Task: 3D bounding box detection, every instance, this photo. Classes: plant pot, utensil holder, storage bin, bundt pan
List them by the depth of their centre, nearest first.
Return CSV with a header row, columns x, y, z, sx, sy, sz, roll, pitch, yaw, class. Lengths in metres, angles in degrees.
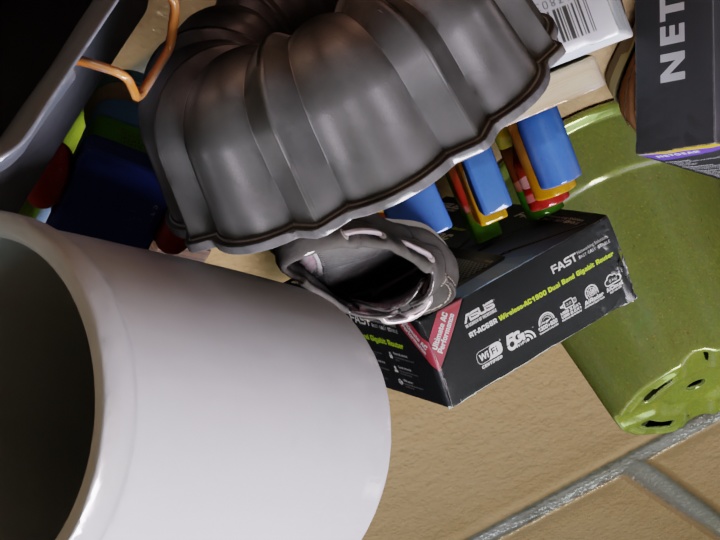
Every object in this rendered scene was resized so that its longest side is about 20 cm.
x,y,z,sx,sy,sz,roll,pitch,yaw,class
-0.154,-0.109,0.783,0.145,0.200,0.134,26,157,4,storage bin
-0.014,-0.095,0.795,0.202,0.202,0.076,-25,115,5,bundt pan
-0.105,0.070,0.798,0.170,0.170,0.200,-38,152,27,utensil holder
0.203,0.008,1.267,0.200,0.190,0.200,-18,151,-10,plant pot

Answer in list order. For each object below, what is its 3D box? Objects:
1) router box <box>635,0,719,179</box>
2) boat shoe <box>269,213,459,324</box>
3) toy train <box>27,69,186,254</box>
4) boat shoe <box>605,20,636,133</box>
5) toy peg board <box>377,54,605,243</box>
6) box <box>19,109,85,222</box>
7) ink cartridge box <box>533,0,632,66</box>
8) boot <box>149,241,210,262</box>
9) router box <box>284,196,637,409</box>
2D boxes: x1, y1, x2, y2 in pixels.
x,y,z,sx,sy,sz,roll,pitch,yaw,class
0.218,-0.151,0.990,0.052,0.200,0.157,-7,169,43,router box
0.000,0.000,0.911,0.067,0.057,0.200,-28,152,16,boat shoe
-0.153,-0.004,0.938,0.085,0.116,0.200,20,122,-16,toy train
0.210,-0.152,1.119,0.072,0.068,0.200,-16,151,-10,boat shoe
0.045,-0.047,1.044,0.200,0.098,0.199,-23,-171,-1,toy peg board
-0.197,-0.036,0.970,0.048,0.122,0.200,26,142,1,box
0.073,-0.119,0.992,0.160,0.047,0.200,-20,179,15,ink cartridge box
-0.132,0.073,1.116,0.074,0.200,0.155,13,129,-32,boot
0.057,0.014,1.153,0.150,0.062,0.200,-28,-161,-24,router box
